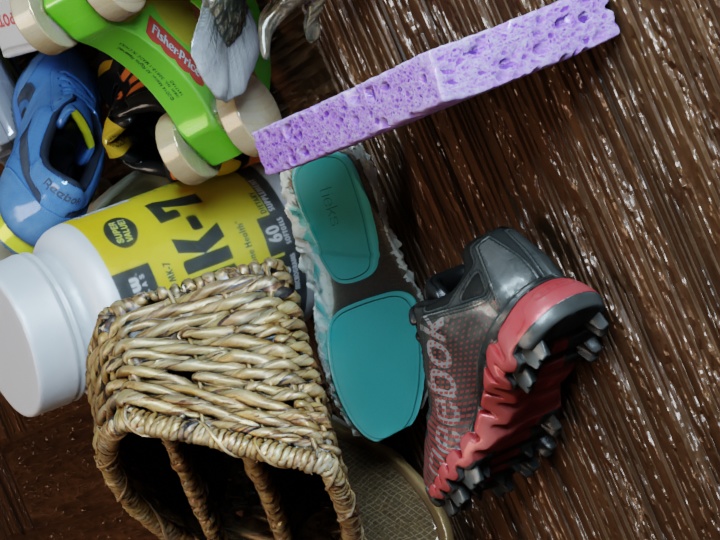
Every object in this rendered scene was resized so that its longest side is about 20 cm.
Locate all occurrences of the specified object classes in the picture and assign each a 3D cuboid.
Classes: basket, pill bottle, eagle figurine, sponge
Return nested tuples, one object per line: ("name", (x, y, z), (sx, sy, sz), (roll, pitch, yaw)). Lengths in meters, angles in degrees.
("basket", (-0.081, 0.114, 1.372), (0.200, 0.142, 0.150), (78, 176, -60))
("pill bottle", (-0.134, 0.012, 1.460), (0.114, 0.199, 0.115), (40, 142, 42))
("eagle figurine", (-0.083, -0.212, 1.300), (0.200, 0.151, 0.152), (39, 153, 24))
("sponge", (0.033, -0.094, 1.188), (0.200, 0.111, 0.030), (-15, 98, 61))

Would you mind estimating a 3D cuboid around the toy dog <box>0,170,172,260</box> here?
("toy dog", (-0.228, 0.012, 1.648), (0.199, 0.194, 0.140), (12, 133, 50))

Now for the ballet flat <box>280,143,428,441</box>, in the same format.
("ballet flat", (0.000, 0.000, 1.377), (0.072, 0.071, 0.201), (24, 133, 52))

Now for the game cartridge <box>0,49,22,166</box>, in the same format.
("game cartridge", (-0.259, -0.128, 1.672), (0.134, 0.041, 0.200), (59, 178, 9))

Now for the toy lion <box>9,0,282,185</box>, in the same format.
("toy lion", (-0.121, -0.179, 1.368), (0.068, 0.193, 0.200), (-23, 130, 30))

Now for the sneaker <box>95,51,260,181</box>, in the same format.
("sneaker", (-0.136, -0.105, 1.497), (0.200, 0.090, 0.070), (27, 132, 51))

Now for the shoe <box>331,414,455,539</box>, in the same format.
("shoe", (-0.002, 0.135, 1.488), (0.200, 0.053, 0.070), (37, 97, 39))

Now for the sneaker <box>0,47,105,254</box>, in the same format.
("sneaker", (-0.190, -0.093, 1.534), (0.078, 0.066, 0.201), (-45, 25, 32))

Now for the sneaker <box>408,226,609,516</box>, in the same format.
("sneaker", (0.067, 0.052, 1.279), (0.098, 0.070, 0.201), (52, 146, 26))

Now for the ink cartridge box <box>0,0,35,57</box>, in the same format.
("ink cartridge box", (-0.204, -0.248, 1.520), (0.145, 0.084, 0.201), (-1, 111, 60))
